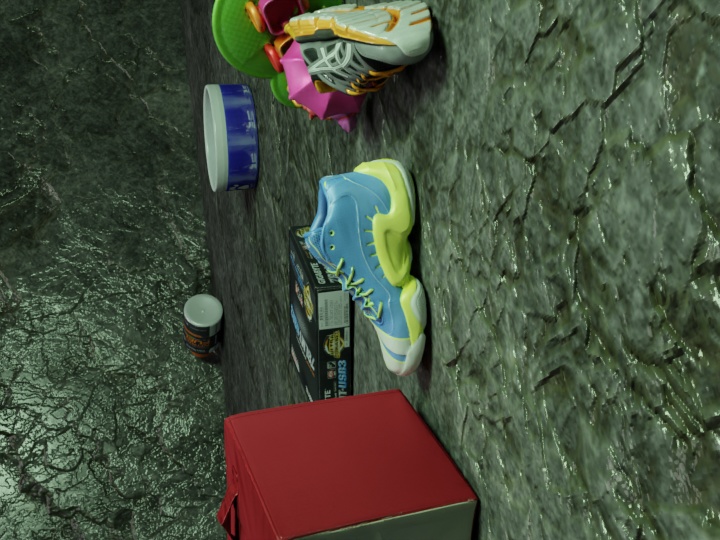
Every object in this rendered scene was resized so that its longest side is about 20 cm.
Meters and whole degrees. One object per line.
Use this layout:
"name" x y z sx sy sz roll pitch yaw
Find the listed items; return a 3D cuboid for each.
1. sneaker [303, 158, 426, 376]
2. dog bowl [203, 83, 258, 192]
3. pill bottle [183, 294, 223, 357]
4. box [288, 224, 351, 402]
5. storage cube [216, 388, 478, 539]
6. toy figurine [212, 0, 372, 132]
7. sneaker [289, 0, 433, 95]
"sneaker" 0.000 0.000 0.951 0.076 0.105 0.200 165 100 -77
"dog bowl" -0.245 -0.250 1.953 0.200 0.079 0.200 175 90 -77
"pill bottle" -0.429 0.159 2.824 0.200 0.106 0.106 103 157 -55
"box" -0.054 0.068 1.337 0.200 0.050 0.199 -119 28 -61
"storage cube" -0.016 0.234 0.922 0.180 0.200 0.171 -130 37 -58
"toy figurine" -0.048 -0.208 1.083 0.184 0.150 0.200 57 173 45
"sneaker" 0.006 -0.190 0.904 0.200 0.078 0.077 27 132 61
